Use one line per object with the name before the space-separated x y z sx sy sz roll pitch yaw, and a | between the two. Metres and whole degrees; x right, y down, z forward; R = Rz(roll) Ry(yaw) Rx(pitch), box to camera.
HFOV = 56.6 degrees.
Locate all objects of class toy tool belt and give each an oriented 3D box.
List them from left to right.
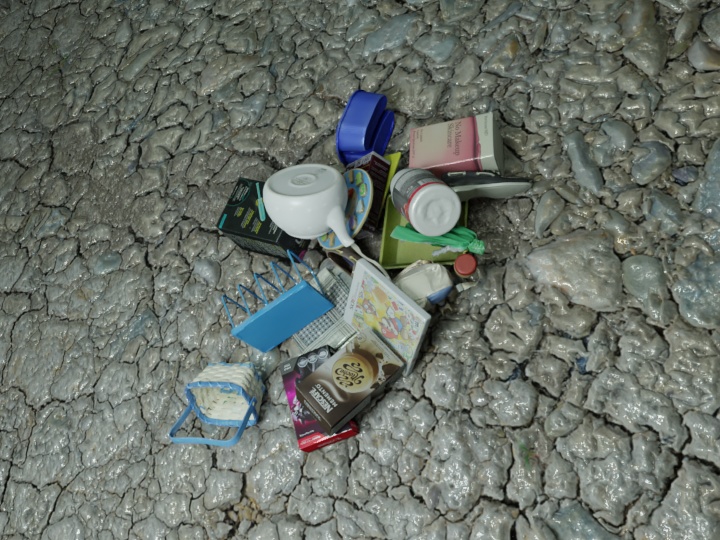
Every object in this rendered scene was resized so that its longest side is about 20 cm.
toy tool belt | 0.157 0.035 1.420 0.200 0.123 0.125 -27 70 5

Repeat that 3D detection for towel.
towel | -0.079 0.099 1.543 0.200 0.035 0.193 -40 55 1
towel | 0.045 -0.190 1.617 0.086 0.018 0.200 -2 65 56

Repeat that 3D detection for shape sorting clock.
shape sorting clock | -0.041 -0.142 1.535 0.200 0.039 0.200 -35 41 38

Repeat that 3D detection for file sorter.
file sorter | -0.192 0.068 1.516 0.200 0.139 0.123 -35 56 7

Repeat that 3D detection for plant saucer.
plant saucer | 0.151 -0.089 1.524 0.200 0.048 0.200 -4 62 23

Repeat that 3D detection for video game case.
video game case | 0.049 0.099 1.392 0.023 0.182 0.200 -28 57 -36

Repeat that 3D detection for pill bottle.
pill bottle | 0.130 -0.155 1.427 0.111 0.111 0.200 -38 26 3

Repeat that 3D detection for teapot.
teapot | -0.120 -0.138 1.480 0.197 0.146 0.200 -6 35 -1

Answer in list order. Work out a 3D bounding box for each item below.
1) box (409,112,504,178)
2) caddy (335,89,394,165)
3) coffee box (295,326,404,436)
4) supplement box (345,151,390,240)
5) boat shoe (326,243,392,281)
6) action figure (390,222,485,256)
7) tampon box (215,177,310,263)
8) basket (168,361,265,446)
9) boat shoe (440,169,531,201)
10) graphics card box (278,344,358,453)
box | 0.223 -0.268 1.547 0.200 0.109 0.128 -8 61 22
caddy | 0.003 -0.357 1.679 0.105 0.141 0.200 12 69 26
coffee box | -0.023 0.227 1.369 0.200 0.080 0.113 -38 71 -22
supplement box | 0.000 -0.173 1.595 0.109 0.061 0.200 -19 52 50
boat shoe | 0.000 0.000 1.524 0.059 0.072 0.200 -29 52 -24
action figure | 0.177 -0.067 1.420 0.200 0.055 0.118 16 38 40
tampon box | -0.226 -0.125 1.674 0.200 0.126 0.150 15 72 30
basket | -0.305 0.299 1.469 0.176 0.139 0.200 -1 34 25
boat shoe | 0.275 -0.194 1.475 0.200 0.074 0.060 -6 71 -1
graphics card box | -0.091 0.273 1.436 0.125 0.051 0.200 -23 62 12
